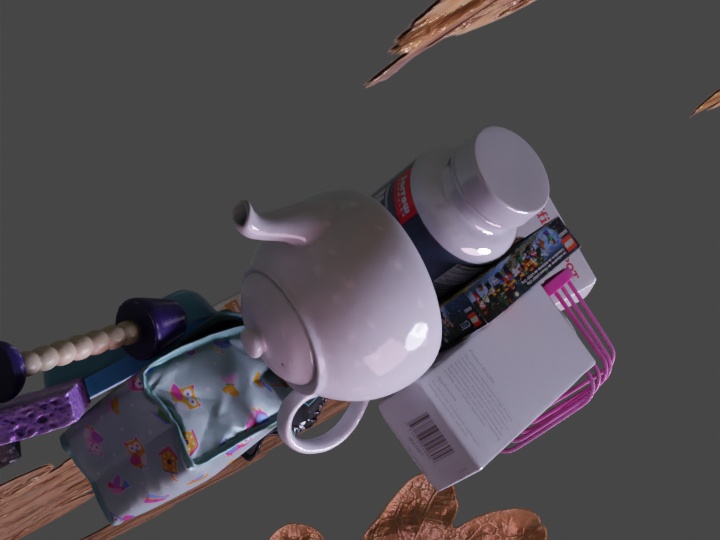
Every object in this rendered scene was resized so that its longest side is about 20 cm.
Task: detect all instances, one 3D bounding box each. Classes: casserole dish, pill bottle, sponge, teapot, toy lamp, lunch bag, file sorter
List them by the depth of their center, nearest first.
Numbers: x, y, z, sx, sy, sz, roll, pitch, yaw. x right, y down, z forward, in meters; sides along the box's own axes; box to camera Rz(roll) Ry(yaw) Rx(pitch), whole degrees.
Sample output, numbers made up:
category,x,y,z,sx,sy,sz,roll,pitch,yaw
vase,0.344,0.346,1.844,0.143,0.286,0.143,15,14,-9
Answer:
category,x,y,z,sx,sy,sz,roll,pitch,yaw
sponge,-0.285,0.120,1.275,0.111,0.030,0.200,-15,180,-7
toy lamp,-0.229,0.061,1.308,0.200,0.058,0.058,-14,163,-48
teapot,-0.035,0.038,1.317,0.146,0.201,0.197,-28,173,-23
lunch bag,-0.148,0.123,1.418,0.200,0.122,0.170,-30,176,-44
pill bottle,0.074,-0.046,1.419,0.119,0.120,0.200,-19,166,-46
casserole dish,-0.216,0.072,1.452,0.199,0.039,0.121,-29,171,-3
file sorter,0.180,0.095,1.624,0.139,0.126,0.200,-34,177,17

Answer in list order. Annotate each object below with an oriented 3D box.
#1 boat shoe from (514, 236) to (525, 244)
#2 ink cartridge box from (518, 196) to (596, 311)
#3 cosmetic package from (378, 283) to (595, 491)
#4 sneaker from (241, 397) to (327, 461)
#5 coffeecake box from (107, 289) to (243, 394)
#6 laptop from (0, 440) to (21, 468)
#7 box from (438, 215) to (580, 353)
category,x,y,z,sx,sy,sz,roll,pitch,yaw
boat shoe,0.093,0.021,1.637,0.202,0.075,0.075,-32,-153,-19
ink cartridge box,0.163,0.008,1.894,0.199,0.148,0.145,-27,171,-3
cosmetic package,0.120,0.105,1.435,0.200,0.102,0.074,-34,179,-42
sneaker,-0.066,0.131,1.639,0.199,0.079,0.075,-27,171,-24
coffeecake box,-0.165,0.095,1.623,0.199,0.073,0.154,-28,170,-7
laptop,-0.423,0.169,1.458,0.177,0.103,0.200,-28,145,-6
box,0.107,0.029,1.475,0.136,0.038,0.200,-37,180,-30
